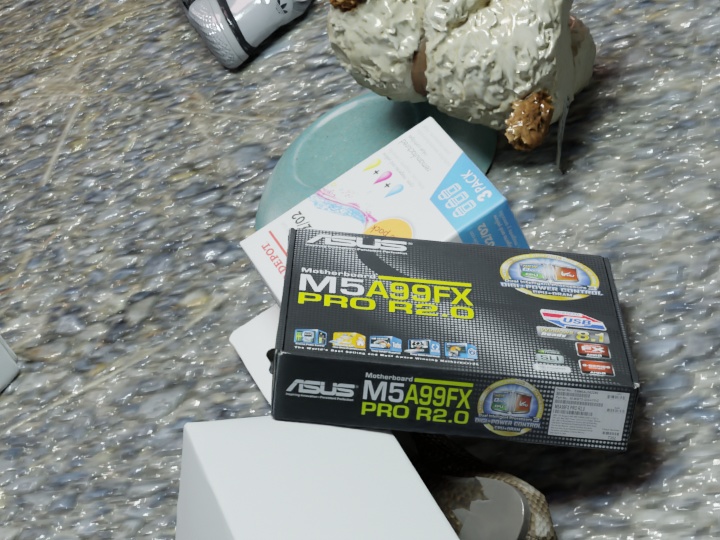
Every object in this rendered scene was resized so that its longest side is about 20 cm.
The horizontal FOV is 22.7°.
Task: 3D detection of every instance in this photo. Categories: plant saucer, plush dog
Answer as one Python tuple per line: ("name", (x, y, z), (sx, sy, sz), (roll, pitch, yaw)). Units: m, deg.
("plant saucer", (0.003, -0.082, 1.329), (0.200, 0.039, 0.201), (-21, 37, 16))
("plush dog", (0.060, -0.156, 1.233), (0.171, 0.200, 0.161), (9, 61, 18))

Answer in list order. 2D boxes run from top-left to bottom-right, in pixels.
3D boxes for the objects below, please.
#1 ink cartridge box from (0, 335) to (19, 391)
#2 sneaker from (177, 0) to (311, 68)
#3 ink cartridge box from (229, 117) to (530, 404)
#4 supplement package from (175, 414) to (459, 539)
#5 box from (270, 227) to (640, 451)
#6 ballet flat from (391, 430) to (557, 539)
("ink cartridge box", (-0.370, 0.086, 1.308), (0.085, 0.148, 0.200), (13, 52, 44))
("sneaker", (-0.109, -0.262, 1.611), (0.115, 0.075, 0.200), (-32, 39, -2))
("ink cartridge box", (0.000, 0.000, 1.192), (0.200, 0.068, 0.115), (-34, 42, -4))
("supplement package", (-0.018, 0.173, 0.922), (0.117, 0.117, 0.200), (-4, 29, -19))
("box", (0.051, 0.036, 1.032), (0.199, 0.044, 0.160), (6, 27, -1))
("ballet flat", (0.048, 0.124, 1.038), (0.200, 0.046, 0.068), (19, 90, 55))
